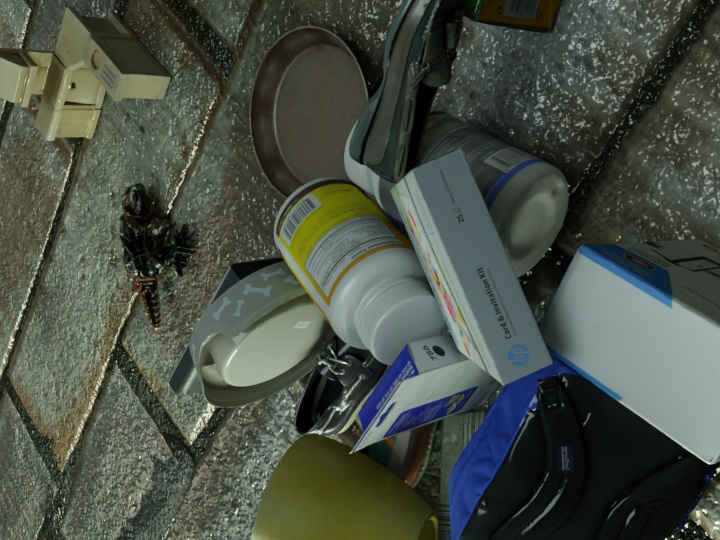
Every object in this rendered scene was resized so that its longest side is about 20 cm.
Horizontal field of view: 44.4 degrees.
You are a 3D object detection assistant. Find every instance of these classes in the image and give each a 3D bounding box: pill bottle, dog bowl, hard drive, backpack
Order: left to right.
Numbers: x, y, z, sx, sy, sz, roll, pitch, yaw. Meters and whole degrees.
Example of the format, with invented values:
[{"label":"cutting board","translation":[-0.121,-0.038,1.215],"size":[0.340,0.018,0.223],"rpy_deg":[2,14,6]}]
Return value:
[{"label":"hard drive","translation":[-0.132,0.065,1.047],"size":[0.033,0.139,0.200],"rpy_deg":[51,127,25]},{"label":"dog bowl","translation":[-0.100,0.067,0.983],"size":[0.059,0.200,0.200],"rpy_deg":[52,128,24]},{"label":"pill bottle","translation":[0.000,0.000,0.851],"size":[0.200,0.109,0.109],"rpy_deg":[51,129,45]},{"label":"pill bottle","translation":[0.084,-0.083,0.834],"size":[0.200,0.114,0.114],"rpy_deg":[34,118,36]},{"label":"backpack","translation":[0.165,0.158,0.699],"size":[0.162,0.168,0.200],"rpy_deg":[23,107,-2]}]

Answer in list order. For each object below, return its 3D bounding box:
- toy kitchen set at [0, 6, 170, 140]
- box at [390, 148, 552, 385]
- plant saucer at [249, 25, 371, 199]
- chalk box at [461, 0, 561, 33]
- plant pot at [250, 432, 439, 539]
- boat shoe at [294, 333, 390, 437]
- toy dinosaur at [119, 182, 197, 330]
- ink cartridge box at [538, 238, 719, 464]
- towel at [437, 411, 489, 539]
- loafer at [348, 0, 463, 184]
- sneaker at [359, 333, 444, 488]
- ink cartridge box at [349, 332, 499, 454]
[{"label":"toy kitchen set","translation":[-0.411,-0.245,1.259],"size":[0.180,0.163,0.200],"rpy_deg":[48,126,29]},{"label":"box","translation":[0.076,-0.005,0.672],"size":[0.041,0.200,0.156],"rpy_deg":[-23,93,0]},{"label":"plant saucer","translation":[-0.053,-0.176,1.010],"size":[0.200,0.034,0.201],"rpy_deg":[9,103,44]},{"label":"chalk box","translation":[0.084,-0.309,0.794],"size":[0.200,0.125,0.124],"rpy_deg":[35,119,34]},{"label":"plant pot","translation":[-0.003,0.275,0.873],"size":[0.142,0.200,0.201],"rpy_deg":[8,103,21]},{"label":"boat shoe","translation":[-0.019,0.114,0.998],"size":[0.073,0.063,0.200],"rpy_deg":[44,124,31]},{"label":"toy dinosaur","translation":[-0.296,-0.024,1.250],"size":[0.136,0.102,0.200],"rpy_deg":[-12,106,59]},{"label":"ink cartridge box","translation":[0.246,0.045,0.635],"size":[0.146,0.200,0.084],"rpy_deg":[36,117,35]},{"label":"towel","translation":[0.156,0.223,0.821],"size":[0.192,0.035,0.200],"rpy_deg":[-13,65,40]},{"label":"loafer","translation":[0.053,-0.159,0.738],"size":[0.063,0.072,0.200],"rpy_deg":[41,133,18]},{"label":"sneaker","translation":[0.041,0.144,0.938],"size":[0.080,0.071,0.200],"rpy_deg":[32,119,32]},{"label":"ink cartridge box","translation":[0.069,0.102,0.815],"size":[0.039,0.200,0.100],"rpy_deg":[49,125,26]}]
